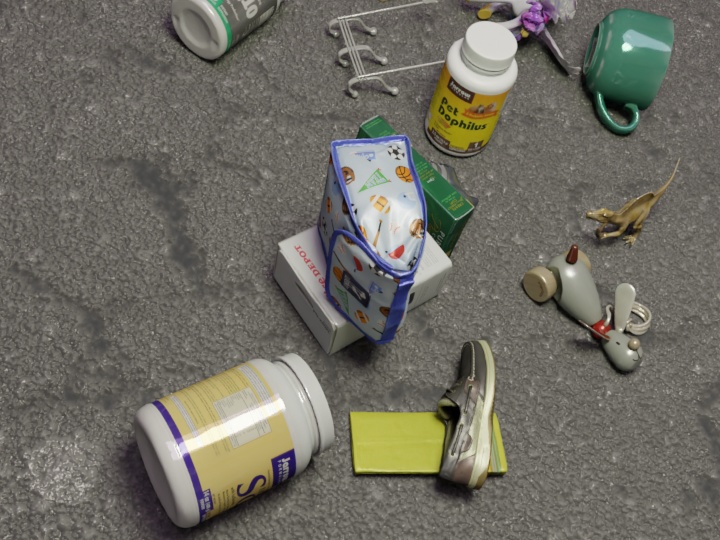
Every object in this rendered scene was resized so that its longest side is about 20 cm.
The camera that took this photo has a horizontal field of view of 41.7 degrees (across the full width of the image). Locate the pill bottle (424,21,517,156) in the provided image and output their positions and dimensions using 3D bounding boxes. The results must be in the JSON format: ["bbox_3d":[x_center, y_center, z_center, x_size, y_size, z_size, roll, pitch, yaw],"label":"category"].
[{"bbox_3d":[0.169,-0.273,1.427,0.108,0.201,0.110,6,56,-8],"label":"pill bottle"}]

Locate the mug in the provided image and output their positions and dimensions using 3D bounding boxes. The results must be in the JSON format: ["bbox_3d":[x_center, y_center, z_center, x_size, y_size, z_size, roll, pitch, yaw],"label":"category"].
[{"bbox_3d":[0.433,-0.341,1.560,0.113,0.153,0.187,14,56,1],"label":"mug"}]

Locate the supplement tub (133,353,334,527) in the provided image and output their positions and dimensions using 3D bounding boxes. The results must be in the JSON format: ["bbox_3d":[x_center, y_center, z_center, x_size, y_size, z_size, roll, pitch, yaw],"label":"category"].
[{"bbox_3d":[-0.145,0.190,1.091,0.198,0.146,0.146,-22,64,-24],"label":"supplement tub"}]

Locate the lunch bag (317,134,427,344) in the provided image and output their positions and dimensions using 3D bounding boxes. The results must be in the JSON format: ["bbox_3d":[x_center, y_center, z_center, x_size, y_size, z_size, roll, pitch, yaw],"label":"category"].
[{"bbox_3d":[0.015,-0.034,1.154,0.122,0.171,0.202,-8,60,-13],"label":"lunch bag"}]

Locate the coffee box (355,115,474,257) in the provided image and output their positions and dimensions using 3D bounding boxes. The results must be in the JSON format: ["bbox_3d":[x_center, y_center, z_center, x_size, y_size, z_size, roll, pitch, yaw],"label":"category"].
[{"bbox_3d":[0.065,-0.110,1.348,0.044,0.124,0.200,-32,68,-32],"label":"coffee box"}]

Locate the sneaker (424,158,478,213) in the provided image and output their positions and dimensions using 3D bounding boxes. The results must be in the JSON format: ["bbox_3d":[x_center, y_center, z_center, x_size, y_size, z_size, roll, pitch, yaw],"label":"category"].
[{"bbox_3d":[0.092,-0.137,1.409,0.081,0.074,0.200,-33,77,-36],"label":"sneaker"}]

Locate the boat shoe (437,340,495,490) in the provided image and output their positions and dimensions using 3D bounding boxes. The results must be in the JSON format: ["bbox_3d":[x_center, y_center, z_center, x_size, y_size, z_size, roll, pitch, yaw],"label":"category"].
[{"bbox_3d":[0.130,0.173,1.191,0.065,0.072,0.203,12,56,-9],"label":"boat shoe"}]

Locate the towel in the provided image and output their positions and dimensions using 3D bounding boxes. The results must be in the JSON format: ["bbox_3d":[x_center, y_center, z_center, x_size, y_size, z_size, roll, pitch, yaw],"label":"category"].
[{"bbox_3d":[0.085,0.220,1.202,0.197,0.018,0.087,2,52,-10],"label":"towel"}]

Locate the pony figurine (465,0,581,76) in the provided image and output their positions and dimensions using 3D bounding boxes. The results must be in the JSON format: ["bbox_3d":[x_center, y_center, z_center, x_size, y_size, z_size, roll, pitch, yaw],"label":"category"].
[{"bbox_3d":[0.291,-0.431,1.604,0.197,0.167,0.195,-12,52,-2],"label":"pony figurine"}]

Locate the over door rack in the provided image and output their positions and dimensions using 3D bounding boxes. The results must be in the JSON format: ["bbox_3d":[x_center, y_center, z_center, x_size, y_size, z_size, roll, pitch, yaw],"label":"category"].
[{"bbox_3d":[0.060,-0.366,1.534,0.198,0.067,0.149,-18,61,1],"label":"over door rack"}]

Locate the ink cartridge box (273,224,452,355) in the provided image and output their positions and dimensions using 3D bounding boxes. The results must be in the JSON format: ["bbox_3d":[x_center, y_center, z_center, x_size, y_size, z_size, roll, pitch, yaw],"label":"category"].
[{"bbox_3d":[0.000,0.000,1.283,0.199,0.084,0.146,-27,67,-26],"label":"ink cartridge box"}]

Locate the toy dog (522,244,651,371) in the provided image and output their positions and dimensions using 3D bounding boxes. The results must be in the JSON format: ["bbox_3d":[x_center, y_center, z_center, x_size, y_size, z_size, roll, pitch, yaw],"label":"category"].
[{"bbox_3d":[0.328,0.038,1.324,0.199,0.097,0.132,32,57,9],"label":"toy dog"}]

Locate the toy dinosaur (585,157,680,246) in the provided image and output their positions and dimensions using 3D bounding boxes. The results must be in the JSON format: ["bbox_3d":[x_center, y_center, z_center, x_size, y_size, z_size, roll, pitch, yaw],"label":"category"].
[{"bbox_3d":[0.416,-0.090,1.423,0.199,0.102,0.058,-27,66,-26],"label":"toy dinosaur"}]

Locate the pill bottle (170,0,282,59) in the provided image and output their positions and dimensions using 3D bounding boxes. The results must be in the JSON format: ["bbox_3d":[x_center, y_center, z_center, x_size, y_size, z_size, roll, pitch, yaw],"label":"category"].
[{"bbox_3d":[-0.197,-0.433,1.501,0.113,0.114,0.200,35,57,11],"label":"pill bottle"}]
